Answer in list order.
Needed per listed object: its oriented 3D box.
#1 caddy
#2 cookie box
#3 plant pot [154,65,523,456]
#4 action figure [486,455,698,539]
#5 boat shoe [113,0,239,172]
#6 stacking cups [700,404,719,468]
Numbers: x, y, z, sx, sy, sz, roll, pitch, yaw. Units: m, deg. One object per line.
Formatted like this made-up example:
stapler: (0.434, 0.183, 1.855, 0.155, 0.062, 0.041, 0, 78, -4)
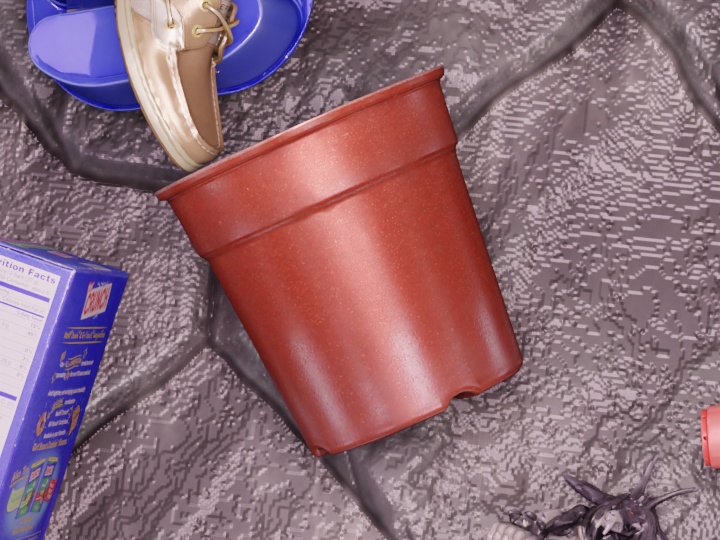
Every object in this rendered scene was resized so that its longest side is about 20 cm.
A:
caddy: (-0.131, -0.183, 1.662, 0.199, 0.105, 0.142, -8, 84, 12)
cookie box: (-0.228, 0.083, 1.636, 0.075, 0.171, 0.201, 19, 90, 7)
plant pot: (0.000, 0.000, 1.599, 0.200, 0.201, 0.196, -24, 92, 8)
action figure: (0.135, 0.206, 1.604, 0.119, 0.102, 0.201, 36, 96, 21)
boat shoe: (-0.112, -0.163, 1.563, 0.066, 0.074, 0.201, -16, 83, 16)
stacking cups: (0.316, 0.102, 1.597, 0.199, 0.060, 0.061, -8, 86, 11)
